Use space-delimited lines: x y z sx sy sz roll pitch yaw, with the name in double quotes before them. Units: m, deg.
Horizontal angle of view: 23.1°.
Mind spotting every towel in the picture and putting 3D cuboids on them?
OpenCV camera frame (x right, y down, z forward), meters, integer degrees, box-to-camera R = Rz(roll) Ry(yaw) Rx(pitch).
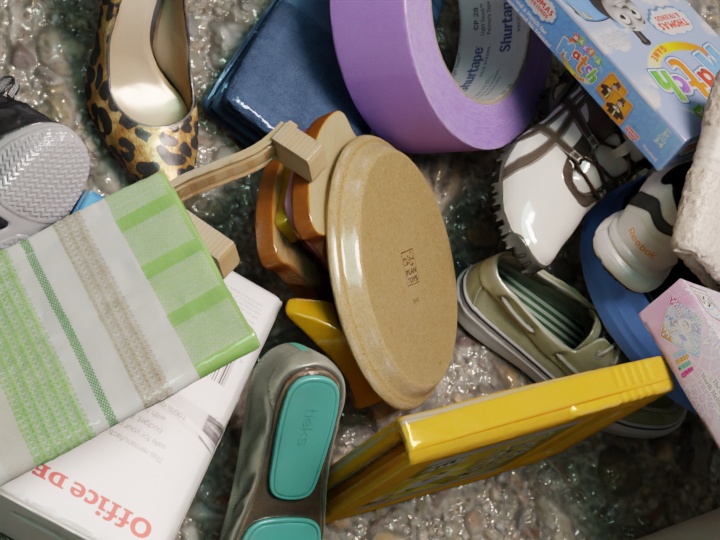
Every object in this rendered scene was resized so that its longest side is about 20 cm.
"towel" -0.022 -0.156 1.271 0.111 0.048 0.201 38 59 -12
"towel" 0.266 -0.040 1.200 0.200 0.034 0.134 34 69 -56
"towel" -0.172 0.040 1.025 0.199 0.031 0.150 -27 56 -7

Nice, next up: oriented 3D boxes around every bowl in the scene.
"bowl" 0.249 0.015 1.299 0.200 0.039 0.202 24 45 -26

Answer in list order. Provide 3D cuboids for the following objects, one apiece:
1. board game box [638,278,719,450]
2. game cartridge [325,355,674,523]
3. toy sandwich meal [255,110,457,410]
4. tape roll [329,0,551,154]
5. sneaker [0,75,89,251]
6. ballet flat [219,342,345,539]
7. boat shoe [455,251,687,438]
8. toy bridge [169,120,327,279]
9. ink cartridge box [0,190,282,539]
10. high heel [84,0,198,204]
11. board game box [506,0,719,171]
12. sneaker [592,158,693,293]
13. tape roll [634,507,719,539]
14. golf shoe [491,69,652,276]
"board game box" 0.290 0.109 1.144 0.199 0.043 0.200 15 39 -48
"game cartridge" 0.079 0.112 1.142 0.199 0.176 0.033 -10 74 -27
"toy sandwich meal" 0.000 0.000 1.187 0.205 0.070 0.207 37 48 -57
"tape roll" 0.061 -0.185 1.253 0.199 0.065 0.202 2 87 -54
"sneaker" -0.268 -0.037 1.102 0.200 0.076 0.114 -41 52 -4
"ballet flat" -0.055 0.142 1.121 0.067 0.064 0.202 7 104 -27
"boat shoe" 0.156 0.056 1.265 0.199 0.062 0.072 30 61 -12
"toy bridge" -0.104 -0.023 1.083 0.067 0.027 0.200 32 67 23
"ink cartridge box" -0.158 0.076 1.100 0.146 0.086 0.201 30 62 -11
"high heel" -0.134 -0.150 1.163 0.071 0.143 0.202 -9 75 -27
"board game box" 0.189 -0.165 1.238 0.151 0.037 0.200 -20 66 -49
"sneaker" 0.238 -0.053 1.254 0.074 0.080 0.200 45 38 1
"tape roll" 0.261 0.257 1.169 0.202 0.139 0.204 19 57 -32
"golf shoe" 0.159 -0.082 1.245 0.078 0.094 0.201 52 47 -30
